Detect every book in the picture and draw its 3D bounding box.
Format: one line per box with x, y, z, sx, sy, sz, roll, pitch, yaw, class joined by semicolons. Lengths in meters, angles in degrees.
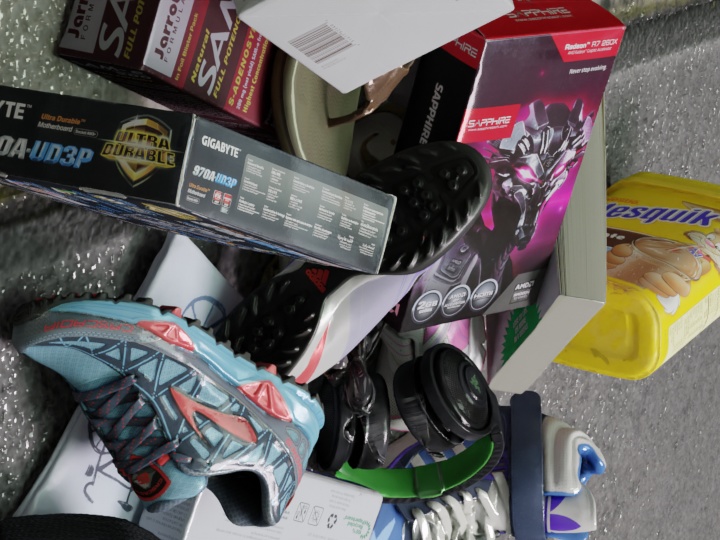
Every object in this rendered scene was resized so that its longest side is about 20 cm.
0.119;-0.036;1.454;0.134;0.048;0.201;124;-29;-54;book

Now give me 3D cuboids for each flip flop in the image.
0.006;-0.139;1.219;0.081;0.057;0.201;29;80;-59;flip flop

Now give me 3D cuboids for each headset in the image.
0.023;0.099;1.382;0.200;0.123;0.094;65;14;-50;headset

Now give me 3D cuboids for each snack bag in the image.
-0.112;0.102;1.270;0.200;0.021;0.189;-63;146;-18;snack bag

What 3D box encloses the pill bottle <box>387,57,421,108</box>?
0.066;-0.207;1.366;0.200;0.111;0.111;-63;147;-22;pill bottle

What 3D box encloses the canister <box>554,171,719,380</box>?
0.212;0.002;1.656;0.200;0.148;0.087;-33;128;-48;canister

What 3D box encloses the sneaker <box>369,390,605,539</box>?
0.086;0.164;1.501;0.200;0.146;0.081;-44;136;-44;sneaker

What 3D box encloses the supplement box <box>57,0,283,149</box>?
-0.075;-0.139;1.204;0.200;0.061;0.109;21;83;-59;supplement box

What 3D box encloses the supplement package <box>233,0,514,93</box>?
-0.011;-0.217;1.142;0.114;0.109;0.201;32;40;-55;supplement package

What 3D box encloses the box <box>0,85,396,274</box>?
-0.098;-0.047;1.101;0.200;0.158;0.046;18;84;-59;box

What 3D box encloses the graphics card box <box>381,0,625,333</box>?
0.076;-0.065;1.308;0.125;0.051;0.201;-10;127;-43;graphics card box

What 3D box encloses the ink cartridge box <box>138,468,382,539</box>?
-0.079;0.210;1.308;0.196;0.043;0.201;25;84;-57;ink cartridge box

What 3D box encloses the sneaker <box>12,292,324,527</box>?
-0.103;0.079;1.162;0.200;0.079;0.096;29;63;-31;sneaker

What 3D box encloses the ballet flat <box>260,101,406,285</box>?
-0.004;-0.045;1.357;0.200;0.070;0.071;-63;147;-22;ballet flat

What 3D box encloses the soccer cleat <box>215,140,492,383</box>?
0.000;0.000;1.262;0.200;0.068;0.073;-43;162;12;soccer cleat

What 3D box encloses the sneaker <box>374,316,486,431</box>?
0.036;0.014;1.433;0.088;0.081;0.201;0;114;-36;sneaker

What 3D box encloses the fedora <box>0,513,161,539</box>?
-0.147;0.189;1.151;0.092;0.200;0.201;-100;172;-46;fedora
